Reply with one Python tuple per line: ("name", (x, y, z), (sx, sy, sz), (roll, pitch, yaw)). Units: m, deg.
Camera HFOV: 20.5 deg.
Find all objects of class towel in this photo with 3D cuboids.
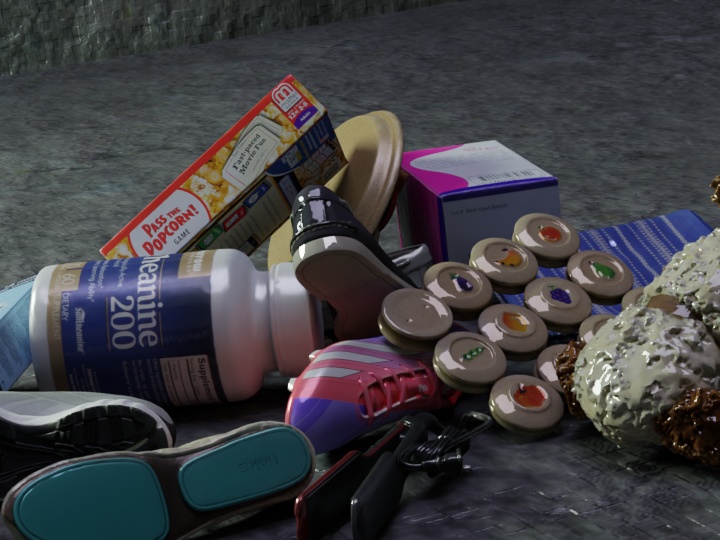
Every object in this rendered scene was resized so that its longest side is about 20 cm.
("towel", (0.203, 0.002, 1.554), (0.200, 0.024, 0.145), (-11, 33, -17))

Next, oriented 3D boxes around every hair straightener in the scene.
("hair straightener", (0.034, 0.125, 1.218), (0.077, 0.041, 0.200), (1, 11, 25))

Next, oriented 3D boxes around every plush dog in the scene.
("plush dog", (0.214, 0.047, 1.258), (0.172, 0.161, 0.200), (-38, 27, -20))

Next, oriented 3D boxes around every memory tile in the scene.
("memory tile", (0.122, 0.032, 1.381), (0.153, 0.017, 0.200), (37, 45, 25))

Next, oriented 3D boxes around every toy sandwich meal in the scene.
("toy sandwich meal", (-0.008, -0.045, 1.687), (0.070, 0.205, 0.205), (29, 0, -23))

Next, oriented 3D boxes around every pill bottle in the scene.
("pill bottle", (-0.130, 0.043, 1.441), (0.200, 0.111, 0.111), (-5, 14, 5))

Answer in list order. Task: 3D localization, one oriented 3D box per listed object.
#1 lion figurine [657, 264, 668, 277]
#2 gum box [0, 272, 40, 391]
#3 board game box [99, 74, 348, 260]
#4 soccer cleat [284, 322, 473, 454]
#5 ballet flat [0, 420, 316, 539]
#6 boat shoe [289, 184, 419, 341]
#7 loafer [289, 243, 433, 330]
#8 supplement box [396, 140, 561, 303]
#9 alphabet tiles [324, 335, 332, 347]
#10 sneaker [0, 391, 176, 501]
("lion figurine", (0.312, 0.018, 1.421), (0.122, 0.073, 0.200), (-11, 11, -42))
("gum box", (-0.315, 0.072, 1.452), (0.170, 0.045, 0.200), (-22, 11, 11))
("board game box", (-0.103, -0.051, 1.575), (0.200, 0.046, 0.152), (-44, -13, -5))
("soccer cleat", (0.023, 0.077, 1.348), (0.076, 0.067, 0.200), (8, 17, 31))
("ballet flat", (-0.121, 0.139, 1.199), (0.200, 0.068, 0.062), (-9, -14, -24))
("boat shoe", (0.000, 0.000, 1.410), (0.073, 0.063, 0.200), (-18, -26, 11))
("loafer", (-0.038, 0.014, 1.570), (0.200, 0.070, 0.070), (-5, 14, 3))
("supplement box", (0.098, -0.043, 1.699), (0.101, 0.104, 0.200), (-9, 16, -9))
("alphabet tiles", (-0.133, 0.053, 1.618), (0.167, 0.008, 0.200), (-11, 15, -18))
("sneaker", (-0.217, 0.113, 1.310), (0.200, 0.074, 0.079), (2, 6, 8))
